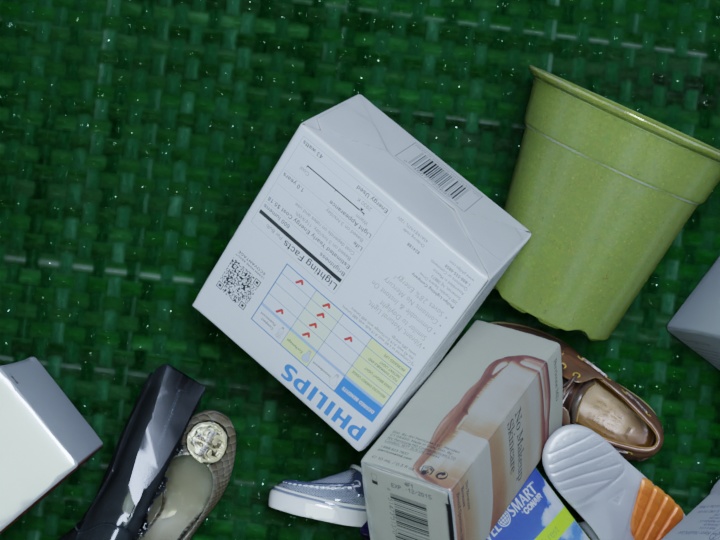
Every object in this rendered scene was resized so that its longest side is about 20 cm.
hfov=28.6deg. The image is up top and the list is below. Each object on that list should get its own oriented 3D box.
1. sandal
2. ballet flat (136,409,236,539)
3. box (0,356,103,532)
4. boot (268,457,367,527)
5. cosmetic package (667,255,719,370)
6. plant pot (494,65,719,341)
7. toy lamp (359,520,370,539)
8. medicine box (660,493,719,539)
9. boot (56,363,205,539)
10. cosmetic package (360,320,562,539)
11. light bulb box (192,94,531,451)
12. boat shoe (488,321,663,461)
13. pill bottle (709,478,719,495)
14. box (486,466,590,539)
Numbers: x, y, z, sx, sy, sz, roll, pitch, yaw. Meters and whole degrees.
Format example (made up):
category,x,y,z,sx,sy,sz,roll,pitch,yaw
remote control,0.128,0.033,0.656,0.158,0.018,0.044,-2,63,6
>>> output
category,x,y,z,sx,sy,sz,roll,pitch,yaw
sandal,0.223,0.200,1.264,0.079,0.059,0.207,-42,116,-4
ballet flat,-0.172,0.218,1.266,0.067,0.046,0.201,31,89,-2
box,-0.336,0.180,1.207,0.199,0.152,0.107,-40,91,-1
boot,0.019,0.184,1.269,0.197,0.073,0.092,9,84,-11
cosmetic package,0.396,0.067,1.214,0.199,0.199,0.124,37,89,-2
plant pot,0.198,-0.050,1.228,0.198,0.200,0.192,24,102,-2
toy lamp,-0.006,0.280,1.191,0.058,0.058,0.201,35,75,-2
medicine box,0.296,0.311,1.149,0.199,0.103,0.183,-35,93,-20
boot,-0.215,0.187,1.242,0.065,0.164,0.202,28,69,-27
cosmetic package,0.089,0.144,1.175,0.086,0.200,0.104,14,131,28
light bulb box,0.000,0.000,1.182,0.198,0.125,0.201,40,119,8
boat shoe,0.187,0.106,1.271,0.198,0.068,0.073,30,89,-2
pill bottle,0.407,0.258,1.258,0.111,0.111,0.201,-34,91,-2
box,0.149,0.263,1.201,0.122,0.048,0.201,-37,89,-37
